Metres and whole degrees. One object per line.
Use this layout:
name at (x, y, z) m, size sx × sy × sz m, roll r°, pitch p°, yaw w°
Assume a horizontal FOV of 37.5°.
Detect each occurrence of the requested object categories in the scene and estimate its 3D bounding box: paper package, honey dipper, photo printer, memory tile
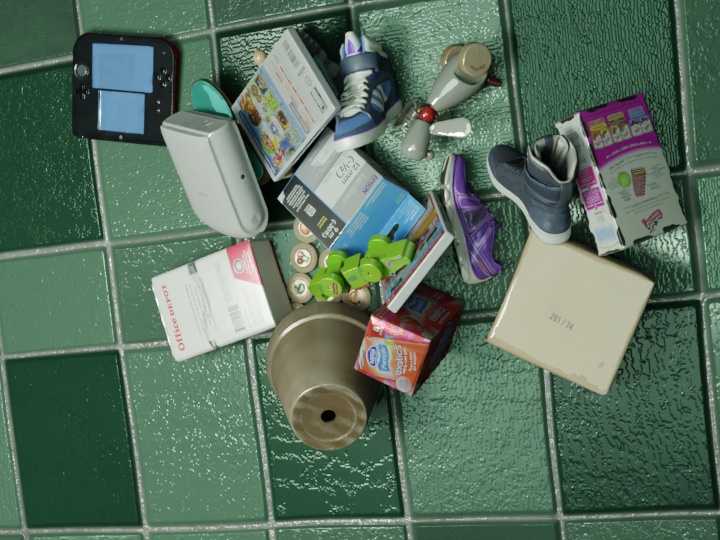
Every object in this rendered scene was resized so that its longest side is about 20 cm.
paper package at (0.313, 0.056, 1.577) m, size 0.197 × 0.103 × 0.194 m, roll 25°, pitch 102°, yaw 14°
honey dipper at (-0.140, -0.248, 1.679) m, size 0.037 × 0.038 × 0.204 m, roll -6°, pitch 106°, yaw 17°
photo printer at (-0.228, -0.146, 1.684) m, size 0.165 × 0.069 × 0.203 m, roll 20°, pitch 137°, yaw 48°
memory tile at (-0.049, 0.011, 1.730) m, size 0.150 × 0.017 × 0.204 m, roll 10°, pitch 97°, yaw 16°

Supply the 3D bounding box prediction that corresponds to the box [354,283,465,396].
box at (0.078, 0.097, 1.598) m, size 0.098 × 0.200 × 0.097 m, roll 23°, pitch 111°, yaw 14°

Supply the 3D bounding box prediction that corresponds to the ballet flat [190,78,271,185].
ballet flat at (-0.204, -0.223, 1.727) m, size 0.068 × 0.072 × 0.201 m, roll -40°, pitch 82°, yaw 17°

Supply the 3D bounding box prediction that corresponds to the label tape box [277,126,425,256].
label tape box at (-0.016, -0.105, 1.658) m, size 0.200 × 0.066 × 0.144 m, roll 44°, pitch 104°, yaw 26°

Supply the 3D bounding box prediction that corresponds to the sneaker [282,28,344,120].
sneaker at (-0.061, -0.290, 1.691) m, size 0.201 × 0.074 × 0.082 m, roll 50°, pitch 134°, yaw 6°

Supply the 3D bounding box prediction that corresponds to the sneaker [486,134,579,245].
sneaker at (0.247, -0.156, 1.528) m, size 0.076 × 0.148 × 0.203 m, roll -21°, pitch 48°, yaw -14°

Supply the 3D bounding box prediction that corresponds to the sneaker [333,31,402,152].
sneaker at (-0.009, -0.276, 1.587) m, size 0.079 × 0.200 × 0.148 m, roll -11°, pitch 113°, yaw 31°

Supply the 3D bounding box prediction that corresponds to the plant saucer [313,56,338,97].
plant saucer at (-0.109, -0.263, 1.678) m, size 0.199 × 0.019 × 0.071 m, roll -27°, pitch 94°, yaw 45°

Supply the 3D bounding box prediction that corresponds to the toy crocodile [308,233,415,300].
toy crocodile at (0.000, 0.000, 1.601) m, size 0.197 × 0.068 × 0.062 m, roll -20°, pitch 125°, yaw 31°

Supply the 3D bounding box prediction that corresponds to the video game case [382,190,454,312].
video game case at (0.081, -0.032, 1.596) m, size 0.017 × 0.201 × 0.144 m, roll 34°, pitch 106°, yaw -14°

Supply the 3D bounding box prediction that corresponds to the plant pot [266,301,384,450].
plant pot at (-0.050, 0.175, 1.626) m, size 0.196 × 0.174 × 0.204 m, roll -1°, pitch 116°, yaw -2°

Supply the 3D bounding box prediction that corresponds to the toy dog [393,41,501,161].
toy dog at (0.144, -0.251, 1.607) m, size 0.095 × 0.133 × 0.201 m, roll 29°, pitch 114°, yaw -20°

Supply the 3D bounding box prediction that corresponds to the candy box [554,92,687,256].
candy box at (0.374, -0.139, 1.523) m, size 0.061 × 0.135 × 0.204 m, roll -21°, pitch 87°, yaw 61°

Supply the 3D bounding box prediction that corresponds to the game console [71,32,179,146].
game console at (-0.402, -0.308, 1.803) m, size 0.196 × 0.031 × 0.181 m, roll 7°, pitch 97°, yaw 17°

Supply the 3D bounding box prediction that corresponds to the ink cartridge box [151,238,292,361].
ink cartridge box at (-0.227, 0.049, 1.747) m, size 0.197 × 0.084 × 0.147 m, roll -20°, pitch 86°, yaw 21°

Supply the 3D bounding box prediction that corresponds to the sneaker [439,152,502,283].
sneaker at (0.171, -0.084, 1.635) m, size 0.082 × 0.081 × 0.204 m, roll -15°, pitch 98°, yaw 1°

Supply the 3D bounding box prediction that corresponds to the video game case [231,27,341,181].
video game case at (-0.117, -0.249, 1.615) m, size 0.145 × 0.018 × 0.200 m, roll 59°, pitch 138°, yaw 10°
